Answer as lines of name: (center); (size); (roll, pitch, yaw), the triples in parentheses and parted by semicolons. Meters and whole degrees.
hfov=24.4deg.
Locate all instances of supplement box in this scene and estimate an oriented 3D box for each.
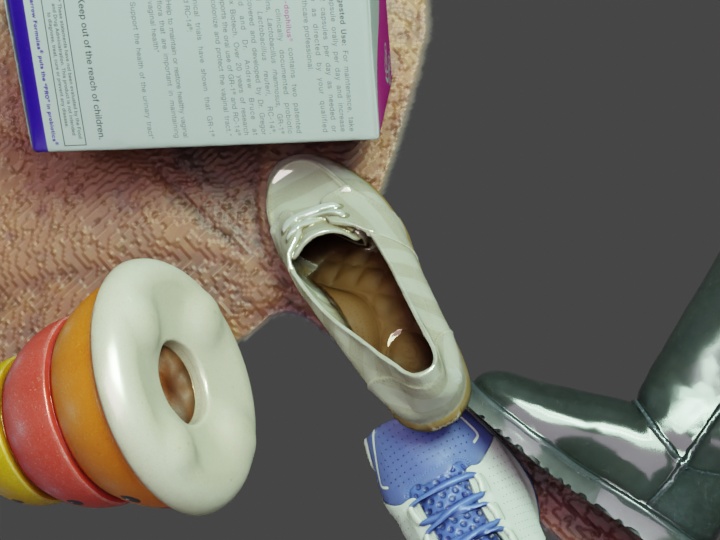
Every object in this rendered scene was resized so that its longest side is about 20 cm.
supplement box: (-0.086, -0.133, 0.951); (0.200, 0.101, 0.103); (-2, 115, 8)

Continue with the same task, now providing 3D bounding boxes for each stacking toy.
stacking toy: (-0.172, 0.088, 0.948); (0.200, 0.146, 0.146); (-19, 78, 23)

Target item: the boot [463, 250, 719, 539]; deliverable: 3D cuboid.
boot: (0.175, 0.040, 0.923); (0.165, 0.066, 0.200); (35, 89, 3)

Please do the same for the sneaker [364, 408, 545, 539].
sneaker: (0.071, 0.162, 0.891); (0.081, 0.115, 0.199); (-25, 78, 1)

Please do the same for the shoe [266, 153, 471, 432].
shoe: (0.000, 0.000, 0.933); (0.070, 0.053, 0.200); (-35, 58, 2)
